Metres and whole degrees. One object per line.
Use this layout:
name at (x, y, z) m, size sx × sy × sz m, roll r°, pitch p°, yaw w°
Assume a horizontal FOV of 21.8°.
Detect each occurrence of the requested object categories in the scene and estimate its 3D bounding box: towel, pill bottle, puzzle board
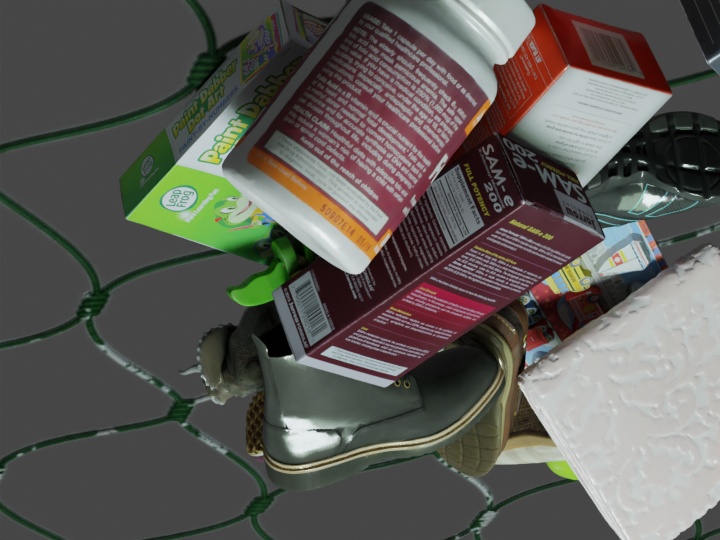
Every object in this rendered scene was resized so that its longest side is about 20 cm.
towel at (0.253, 0.107, 1.532) m, size 0.200 × 0.032 × 0.191 m, roll -35°, pitch 104°, yaw -11°
pill bottle at (0.014, -0.108, 1.184) m, size 0.200 × 0.114 × 0.114 m, roll -52°, pitch 138°, yaw -4°
puzzle board at (0.191, 0.032, 1.562) m, size 0.150 × 0.017 × 0.200 m, roll -23°, pitch 143°, yaw 12°

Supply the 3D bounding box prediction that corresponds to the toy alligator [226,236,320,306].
toy alligator at (0.000, 0.000, 1.364) m, size 0.199 × 0.059 × 0.055 m, roll 1°, pitch 100°, yaw -19°

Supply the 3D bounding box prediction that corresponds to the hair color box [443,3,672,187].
hair color box at (0.108, -0.085, 1.278) m, size 0.101 × 0.061 × 0.200 m, roll 10°, pitch 136°, yaw -37°

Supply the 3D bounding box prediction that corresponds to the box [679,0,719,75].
box at (0.340, -0.180, 1.263) m, size 0.182 × 0.104 × 0.200 m, roll -34°, pitch 139°, yaw 23°

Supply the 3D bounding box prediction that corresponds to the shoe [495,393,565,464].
shoe at (0.164, 0.130, 1.618) m, size 0.199 × 0.070 × 0.053 m, roll -15°, pitch 150°, yaw 39°

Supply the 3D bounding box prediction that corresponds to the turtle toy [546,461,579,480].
turtle toy at (0.259, 0.143, 1.656) m, size 0.199 × 0.101 × 0.146 m, roll -22°, pitch 141°, yaw 11°

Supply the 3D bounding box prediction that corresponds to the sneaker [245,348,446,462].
sneaker at (-0.014, 0.103, 1.540) m, size 0.090 × 0.075 × 0.200 m, roll 23°, pitch 131°, yaw -32°

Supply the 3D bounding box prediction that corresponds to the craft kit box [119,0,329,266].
craft kit box at (-0.035, -0.082, 1.322) m, size 0.197 × 0.049 × 0.200 m, roll 21°, pitch 131°, yaw -33°

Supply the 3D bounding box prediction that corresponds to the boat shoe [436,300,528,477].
boat shoe at (0.106, 0.100, 1.554) m, size 0.068 × 0.072 × 0.201 m, roll -44°, pitch 157°, yaw -33°

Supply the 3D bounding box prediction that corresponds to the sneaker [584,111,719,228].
sneaker at (0.205, -0.072, 1.401) m, size 0.199 × 0.076 × 0.079 m, roll 1°, pitch 155°, yaw -9°

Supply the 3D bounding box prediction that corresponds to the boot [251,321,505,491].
boot at (0.016, 0.072, 1.386) m, size 0.199 × 0.077 × 0.139 m, roll -25°, pitch 132°, yaw -22°

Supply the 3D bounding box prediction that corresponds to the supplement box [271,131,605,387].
supplement box at (0.051, -0.003, 1.251) m, size 0.200 × 0.061 × 0.109 m, roll -34°, pitch 150°, yaw 24°

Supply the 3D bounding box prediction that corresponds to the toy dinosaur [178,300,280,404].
toy dinosaur at (-0.057, 0.048, 1.447) m, size 0.200 × 0.102 × 0.077 m, roll -46°, pitch 165°, yaw 17°
